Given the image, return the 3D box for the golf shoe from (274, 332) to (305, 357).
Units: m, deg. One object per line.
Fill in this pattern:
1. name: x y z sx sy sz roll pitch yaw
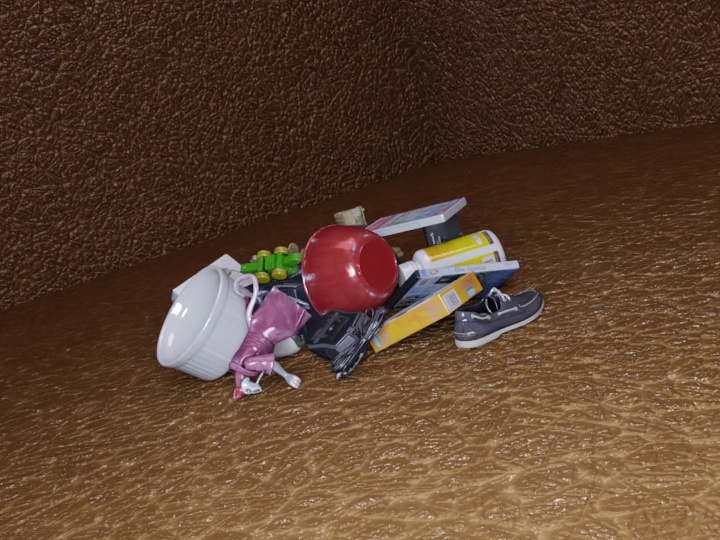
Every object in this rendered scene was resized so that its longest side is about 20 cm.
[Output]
1. golf shoe: -0.182 0.143 1.382 0.199 0.077 0.088 -9 32 45

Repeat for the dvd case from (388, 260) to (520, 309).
1. dvd case: 0.161 0.026 1.325 0.198 0.018 0.143 -6 -22 -21

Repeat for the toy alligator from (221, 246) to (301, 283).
1. toy alligator: -0.193 -0.001 1.511 0.199 0.060 0.054 -12 -29 26

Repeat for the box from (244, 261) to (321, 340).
1. box: -0.104 0.057 1.530 0.199 0.118 0.196 -26 16 -40

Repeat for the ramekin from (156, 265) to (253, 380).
1. ramekin: -0.273 0.101 1.373 0.200 0.097 0.201 -38 34 31

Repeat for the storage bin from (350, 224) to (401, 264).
1. storage bin: -0.021 -0.006 1.725 0.134 0.146 0.200 -49 25 -19

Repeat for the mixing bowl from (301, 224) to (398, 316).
1. mixing bowl: 0.000 0.000 1.421 0.200 0.201 0.108 -26 7 -43

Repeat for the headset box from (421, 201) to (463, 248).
1. headset box: 0.181 -0.056 1.619 0.074 0.150 0.200 -16 12 4

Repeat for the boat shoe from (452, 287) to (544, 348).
1. boat shoe: 0.226 0.061 1.224 0.199 0.063 0.072 -23 15 -34

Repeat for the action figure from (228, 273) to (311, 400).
1. action figure: -0.166 0.119 1.242 0.134 0.149 0.201 -15 40 50

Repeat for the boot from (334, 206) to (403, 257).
1. boot: 0.017 -0.090 1.962 0.073 0.157 0.199 -24 15 -38

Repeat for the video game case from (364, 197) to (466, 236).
1. video game case: 0.102 -0.103 1.537 0.199 0.018 0.143 -12 13 29

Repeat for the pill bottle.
1. pill bottle: 0.175 -0.002 1.469 0.199 0.110 0.109 -17 12 -10

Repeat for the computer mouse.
1. computer mouse: -0.028 0.119 1.274 0.139 0.053 0.200 -51 22 -17

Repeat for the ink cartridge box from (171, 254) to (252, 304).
1. ink cartridge box: -0.277 0.071 1.623 0.162 0.200 0.050 -39 -21 -36

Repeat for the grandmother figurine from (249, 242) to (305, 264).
1. grandmother figurine: -0.209 -0.005 1.782 0.199 0.121 0.061 -27 41 43

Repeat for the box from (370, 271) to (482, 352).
1. box: 0.098 0.074 1.268 0.200 0.042 0.119 -35 -4 41
